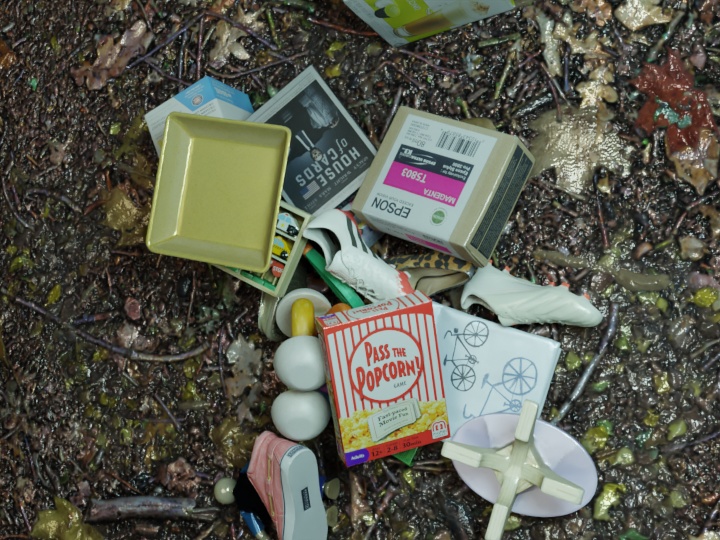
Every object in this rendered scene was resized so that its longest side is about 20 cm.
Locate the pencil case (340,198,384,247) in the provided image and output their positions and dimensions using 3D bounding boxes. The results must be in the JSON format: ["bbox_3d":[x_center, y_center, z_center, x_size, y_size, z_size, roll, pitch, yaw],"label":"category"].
[{"bbox_3d":[-0.042,-0.116,1.572,0.090,0.083,0.200,-33,69,-14],"label":"pencil case"}]

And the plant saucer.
[{"bbox_3d":[-0.191,-0.109,1.494,0.198,0.048,0.202,10,91,20],"label":"plant saucer"}]

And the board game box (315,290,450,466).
[{"bbox_3d":[0.031,0.142,1.407,0.150,0.046,0.202,-14,109,-13],"label":"board game box"}]

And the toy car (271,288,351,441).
[{"bbox_3d":[-0.048,0.132,1.501,0.148,0.176,0.201,3,123,-5],"label":"toy car"}]

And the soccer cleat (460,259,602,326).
[{"bbox_3d":[0.229,0.049,1.443,0.199,0.069,0.078,20,72,31],"label":"soccer cleat"}]

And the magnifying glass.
[{"bbox_3d":[-0.058,-0.010,1.527,0.022,0.080,0.200,-41,66,-7],"label":"magnifying glass"}]

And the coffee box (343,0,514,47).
[{"bbox_3d":[0.086,-0.463,1.495,0.196,0.199,0.202,-13,79,21],"label":"coffee box"}]

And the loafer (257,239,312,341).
[{"bbox_3d":[-0.120,0.008,1.602,0.068,0.076,0.202,2,73,32],"label":"loafer"}]

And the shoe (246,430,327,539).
[{"bbox_3d":[-0.104,0.325,1.506,0.091,0.071,0.202,19,121,45],"label":"shoe"}]

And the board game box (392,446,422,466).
[{"bbox_3d":[0.075,0.165,1.523,0.104,0.023,0.201,29,95,21],"label":"board game box"}]

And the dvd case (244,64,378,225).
[{"bbox_3d":[-0.071,-0.176,1.538,0.150,0.025,0.201,-38,70,6],"label":"dvd case"}]

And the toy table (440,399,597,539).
[{"bbox_3d":[0.206,0.256,1.388,0.198,0.117,0.186,5,89,15],"label":"toy table"}]

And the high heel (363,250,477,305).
[{"bbox_3d":[0.076,0.028,1.476,0.200,0.143,0.071,-45,114,8],"label":"high heel"}]

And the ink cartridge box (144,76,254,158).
[{"bbox_3d":[-0.219,-0.167,1.633,0.128,0.125,0.201,-27,74,18],"label":"ink cartridge box"}]

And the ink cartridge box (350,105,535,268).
[{"bbox_3d":[0.108,-0.115,1.428,0.199,0.075,0.166,20,80,35],"label":"ink cartridge box"}]

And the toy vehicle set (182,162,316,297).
[{"bbox_3d":[-0.173,-0.059,1.525,0.199,0.026,0.125,25,97,20],"label":"toy vehicle set"}]

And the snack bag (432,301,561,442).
[{"bbox_3d":[0.157,0.160,1.475,0.198,0.021,0.190,17,92,14],"label":"snack bag"}]

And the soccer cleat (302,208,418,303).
[{"bbox_3d":[0.000,0.000,1.451,0.200,0.085,0.069,52,136,15],"label":"soccer cleat"}]

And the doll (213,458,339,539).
[{"bbox_3d":[-0.131,0.338,1.577,0.198,0.048,0.138,3,88,23],"label":"doll"}]

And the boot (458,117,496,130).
[{"bbox_3d":[0.169,-0.120,1.495,0.075,0.074,0.202,-10,78,12],"label":"boot"}]
